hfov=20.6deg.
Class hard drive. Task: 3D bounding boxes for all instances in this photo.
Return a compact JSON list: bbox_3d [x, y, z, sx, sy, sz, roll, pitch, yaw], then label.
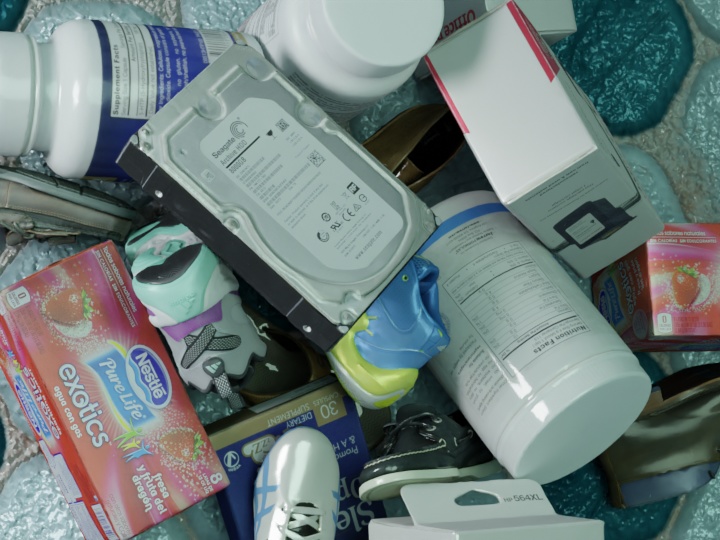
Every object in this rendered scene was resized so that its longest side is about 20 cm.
[{"bbox_3d":[-0.054,-0.056,1.388,0.200,0.038,0.140,42,51,1],"label":"hard drive"}]

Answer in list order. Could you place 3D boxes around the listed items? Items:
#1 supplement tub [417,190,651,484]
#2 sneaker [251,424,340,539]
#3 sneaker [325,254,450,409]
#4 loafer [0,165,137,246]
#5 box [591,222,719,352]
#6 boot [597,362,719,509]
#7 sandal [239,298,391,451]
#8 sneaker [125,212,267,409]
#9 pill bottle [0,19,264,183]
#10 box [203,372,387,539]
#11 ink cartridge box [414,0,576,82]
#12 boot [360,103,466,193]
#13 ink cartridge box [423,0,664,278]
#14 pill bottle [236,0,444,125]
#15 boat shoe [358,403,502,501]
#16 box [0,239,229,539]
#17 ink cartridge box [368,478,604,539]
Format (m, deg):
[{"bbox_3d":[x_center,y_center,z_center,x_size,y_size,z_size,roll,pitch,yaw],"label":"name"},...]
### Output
[{"bbox_3d":[0.113,0.049,1.507,0.132,0.132,0.200,-24,61,-23],"label":"supplement tub"},{"bbox_3d":[-0.047,0.213,1.427,0.072,0.072,0.200,9,91,-26],"label":"sneaker"},{"bbox_3d":[0.000,0.000,1.475,0.105,0.076,0.200,-33,74,9],"label":"sneaker"},{"bbox_3d":[-0.267,-0.048,1.457,0.200,0.072,0.063,17,95,-11],"label":"loafer"},{"bbox_3d":[0.302,0.016,1.645,0.200,0.103,0.095,0,79,-20],"label":"box"},{"bbox_3d":[0.280,0.132,1.640,0.200,0.075,0.097,-10,96,-16],"label":"boot"},{"bbox_3d":[-0.060,0.074,1.515,0.200,0.055,0.082,41,69,-10],"label":"sandal"},{"bbox_3d":[-0.113,0.035,1.444,0.078,0.200,0.140,-21,108,7],"label":"sneaker"},{"bbox_3d":[-0.179,-0.125,1.468,0.200,0.120,0.120,2,80,-21],"label":"pill bottle"},{"bbox_3d":[-0.039,0.191,1.487,0.121,0.032,0.200,-22,106,-24],"label":"box"},{"bbox_3d":[0.091,-0.265,1.586,0.084,0.145,0.200,-6,84,-23],"label":"ink cartridge box"},{"bbox_3d":[0.009,-0.065,1.556,0.200,0.075,0.074,-45,103,-18],"label":"boot"},{"bbox_3d":[0.143,-0.095,1.515,0.084,0.200,0.145,-32,64,11],"label":"ink cartridge box"},{"bbox_3d":[-0.019,-0.174,1.496,0.113,0.200,0.114,4,80,-21],"label":"pill bottle"},{"bbox_3d":[0.049,0.132,1.495,0.199,0.074,0.066,1,73,-60],"label":"boat shoe"},{"bbox_3d":[-0.189,0.091,1.436,0.095,0.100,0.200,-26,91,-24],"label":"box"},{"bbox_3d":[0.090,0.251,1.407,0.128,0.125,0.200,-1,88,-28],"label":"ink cartridge box"}]
